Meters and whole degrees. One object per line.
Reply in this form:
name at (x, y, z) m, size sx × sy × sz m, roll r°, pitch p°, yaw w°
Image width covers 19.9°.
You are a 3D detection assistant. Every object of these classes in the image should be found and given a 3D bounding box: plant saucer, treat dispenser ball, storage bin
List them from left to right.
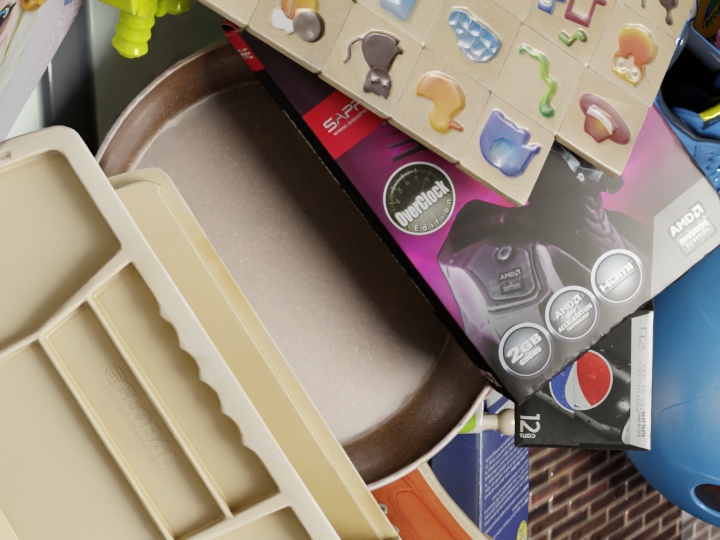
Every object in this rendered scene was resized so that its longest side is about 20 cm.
storage bin at (-0.077, 0.050, 0.729) m, size 0.094 × 0.199 × 0.200 m, roll -33°, pitch 178°, yaw 2°
plant saucer at (-0.029, -0.002, 0.879) m, size 0.200 × 0.034 × 0.201 m, roll 1°, pitch 87°, yaw -21°
treat dispenser ball at (0.240, 0.054, 1.195) m, size 0.201 × 0.201 × 0.201 m, roll -20°, pitch 116°, yaw -46°

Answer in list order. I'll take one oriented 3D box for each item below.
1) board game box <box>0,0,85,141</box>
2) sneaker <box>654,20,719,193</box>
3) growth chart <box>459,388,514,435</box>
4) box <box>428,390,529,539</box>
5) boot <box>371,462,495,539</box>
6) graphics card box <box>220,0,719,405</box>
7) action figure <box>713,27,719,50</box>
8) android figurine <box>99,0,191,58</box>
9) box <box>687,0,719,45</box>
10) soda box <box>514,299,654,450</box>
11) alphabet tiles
board game box at (-0.140, -0.117, 0.723) m, size 0.200 × 0.041 × 0.200 m, roll -63°, pitch 173°, yaw -15°
sneaker at (0.153, -0.061, 0.960) m, size 0.066 × 0.078 × 0.200 m, roll -63°, pitch 143°, yaw -16°
growth chart at (0.000, 0.000, 0.959) m, size 0.144 × 0.018 × 0.200 m, roll -7°, pitch 120°, yaw -2°
box at (0.064, 0.070, 1.072) m, size 0.121 × 0.032 × 0.201 m, roll -24°, pitch 115°, yaw -72°
boot at (0.002, 0.118, 0.925) m, size 0.075 × 0.200 × 0.107 m, roll -51°, pitch 170°, yaw 11°
graphics card box at (0.051, -0.059, 0.855) m, size 0.125 × 0.051 × 0.200 m, roll -37°, pitch 101°, yaw -5°
action figure at (0.219, -0.144, 0.966) m, size 0.134 × 0.149 × 0.200 m, roll -38°, pitch 144°, yaw -29°
android figurine at (-0.062, -0.176, 0.775) m, size 0.182 × 0.041 × 0.200 m, roll -57°, pitch 167°, yaw -57°
box at (0.079, -0.175, 0.989) m, size 0.200 × 0.122 × 0.193 m, roll -38°, pitch 129°, yaw -38°
soda box at (0.110, 0.026, 0.998) m, size 0.200 × 0.063 × 0.071 m, roll -63°, pitch 152°, yaw -74°
alphabet tiles at (0.043, -0.129, 0.811) m, size 0.200 × 0.008 × 0.167 m, roll 32°, pitch 70°, yaw -19°
